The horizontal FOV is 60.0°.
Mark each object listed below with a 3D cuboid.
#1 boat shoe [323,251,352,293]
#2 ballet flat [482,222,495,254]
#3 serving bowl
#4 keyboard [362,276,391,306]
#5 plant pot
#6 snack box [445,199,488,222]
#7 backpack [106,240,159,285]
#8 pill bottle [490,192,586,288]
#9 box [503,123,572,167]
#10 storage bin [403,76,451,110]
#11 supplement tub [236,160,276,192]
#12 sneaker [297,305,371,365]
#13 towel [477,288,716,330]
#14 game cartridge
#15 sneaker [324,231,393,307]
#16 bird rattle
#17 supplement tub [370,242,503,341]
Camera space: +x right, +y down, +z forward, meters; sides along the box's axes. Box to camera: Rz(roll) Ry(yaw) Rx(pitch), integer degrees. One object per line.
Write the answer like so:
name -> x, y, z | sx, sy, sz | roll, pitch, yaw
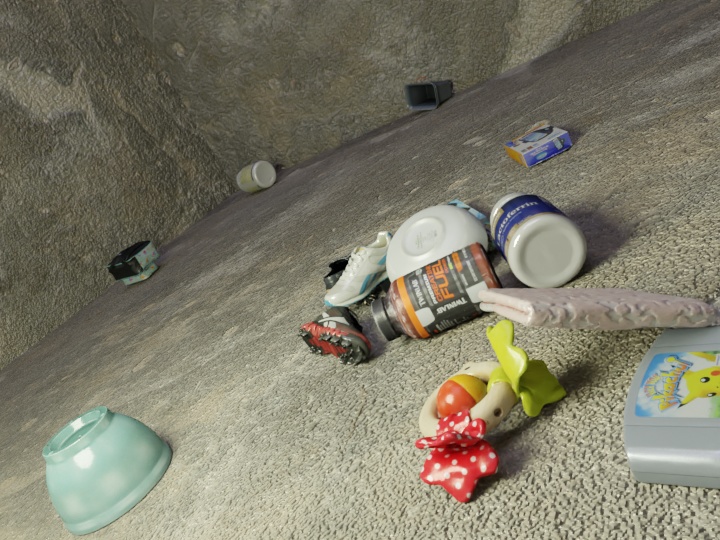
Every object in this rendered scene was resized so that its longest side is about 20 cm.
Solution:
boat shoe -> -0.033, -0.004, 1.400 | 0.075, 0.062, 0.200 | -22, 18, 26
ballet flat -> 0.169, -0.037, 1.188 | 0.200, 0.072, 0.072 | -17, 22, 37
serving bowl -> 0.126, -0.043, 1.130 | 0.200, 0.066, 0.200 | -21, 47, 25
keyboard -> 0.052, 0.026, 1.262 | 0.127, 0.021, 0.200 | -29, 17, -1
plant pot -> -0.441, 0.316, 1.049 | 0.200, 0.134, 0.200 | -26, 19, 9
snack box -> 0.193, -0.095, 1.340 | 0.116, 0.037, 0.200 | -30, 19, 0
backpack -> -0.983, -0.038, 2.749 | 0.176, 0.153, 0.200 | -17, 32, 27
pill bottle -> 0.274, -0.057, 0.999 | 0.116, 0.116, 0.200 | -26, 18, 9
box -> 0.437, -0.309, 1.540 | 0.119, 0.042, 0.200 | -27, 16, 6
storage bin -> 0.324, -0.848, 2.951 | 0.134, 0.146, 0.200 | -30, 27, -34
supplement tub -> -0.562, -0.500, 3.352 | 0.200, 0.145, 0.145 | -6, 29, 49
sneaker -> -0.031, 0.107, 1.088 | 0.098, 0.071, 0.200 | -40, 19, -22
towel -> 0.254, 0.042, 0.714 | 0.200, 0.032, 0.191 | -1, 3, -6
game cartridge -> 0.326, 0.118, 0.590 | 0.133, 0.041, 0.200 | -16, 22, 44
sneaker -> 0.000, 0.000, 1.247 | 0.200, 0.081, 0.076 | -39, 23, -24
bird rattle -> 0.132, 0.164, 0.720 | 0.200, 0.113, 0.163 | -49, 12, -16
supplement tub -> 0.120, 0.042, 0.985 | 0.200, 0.107, 0.107 | -26, 19, 12
